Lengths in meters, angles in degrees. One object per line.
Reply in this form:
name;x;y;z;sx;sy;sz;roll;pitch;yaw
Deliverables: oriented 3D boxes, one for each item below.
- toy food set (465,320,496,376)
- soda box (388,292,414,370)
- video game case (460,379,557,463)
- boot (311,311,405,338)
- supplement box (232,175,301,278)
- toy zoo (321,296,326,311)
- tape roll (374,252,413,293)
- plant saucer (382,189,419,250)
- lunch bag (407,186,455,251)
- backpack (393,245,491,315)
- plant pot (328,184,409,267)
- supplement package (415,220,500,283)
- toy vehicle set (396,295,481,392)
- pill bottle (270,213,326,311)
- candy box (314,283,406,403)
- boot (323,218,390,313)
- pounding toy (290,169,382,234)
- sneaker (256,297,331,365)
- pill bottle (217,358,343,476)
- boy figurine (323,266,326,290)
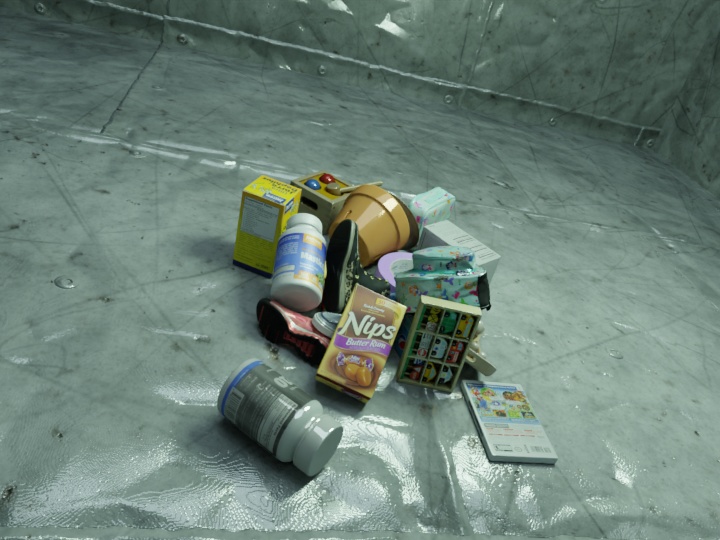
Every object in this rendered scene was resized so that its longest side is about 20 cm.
toy food set;0.230;0.138;1.351;0.143;0.061;0.200;35;17;-8
soda box;0.106;0.135;1.356;0.063;0.069;0.201;3;33;-25
video game case;0.295;0.301;1.227;0.141;0.018;0.201;7;32;-14
boot;-0.002;0.103;1.281;0.198;0.091;0.073;19;23;-33
supplement box;-0.224;-0.105;1.458;0.107;0.202;0.110;20;31;7
toy zoo;-0.031;0.073;1.439;0.129;0.021;0.201;7;32;-15
tape roll;0.132;0.035;1.534;0.197;0.066;0.201;11;31;-7
plant saucer;0.070;-0.128;1.662;0.199;0.202;0.037;31;58;24
lunch bag;0.194;-0.157;1.778;0.076;0.162;0.199;30;34;23
backpack;0.169;0.026;1.316;0.197;0.153;0.178;-11;6;4
plant pot;0.010;-0.101;1.590;0.199;0.202;0.140;30;53;23
supplement package;0.260;-0.033;1.655;0.109;0.115;0.199;-17;45;-41
toy vehicle set;0.154;0.151;1.224;0.122;0.203;0.027;11;30;-5
pill bottle;-0.131;-0.023;1.330;0.110;0.113;0.203;10;55;-10
candy box;0.002;0.141;1.198;0.115;0.057;0.202;24;65;0
boot;-0.001;0.001;1.354;0.152;0.207;0.073;13;-6;-40
pounding toy;-0.076;-0.213;1.758;0.198;0.144;0.183;30;34;23
sneaker;-0.132;0.125;1.277;0.199;0.074;0.087;34;24;15
pill bottle;-0.133;0.246;1.020;0.198;0.115;0.113;30;33;21
boy figurine;-0.088;0.017;1.420;0.196;0.065;0.125;-5;34;-10
